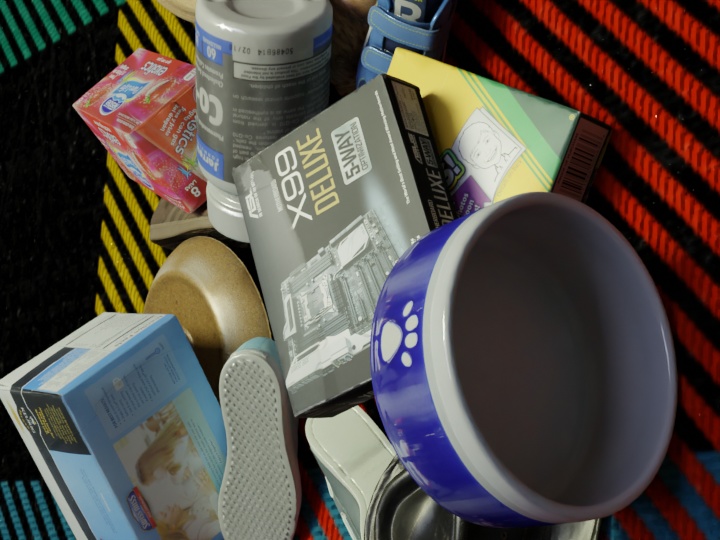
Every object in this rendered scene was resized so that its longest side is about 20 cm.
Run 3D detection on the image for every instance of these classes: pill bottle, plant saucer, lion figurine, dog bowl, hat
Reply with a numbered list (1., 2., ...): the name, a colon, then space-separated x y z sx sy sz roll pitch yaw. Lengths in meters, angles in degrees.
1. pill bottle: -0.082 -0.132 1.167 0.114 0.113 0.202 48 143 46
2. plant saucer: -0.151 0.071 1.288 0.199 0.035 0.203 13 107 49
3. lion figurine: 0.022 -0.251 1.167 0.200 0.072 0.123 -45 55 31
4. dog bowl: 0.105 0.058 0.874 0.078 0.198 0.203 -21 65 50
5. hat: 0.062 0.166 0.955 0.199 0.081 0.203 -18 58 31

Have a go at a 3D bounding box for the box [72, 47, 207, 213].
1. box: -0.189 -0.138 1.338 0.095 0.100 0.200 -42 28 -11

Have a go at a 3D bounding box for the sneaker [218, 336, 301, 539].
1. sneaker: -0.079 0.153 1.200 0.073 0.082 0.203 6 108 11

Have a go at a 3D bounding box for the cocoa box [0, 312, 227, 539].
1. cocoa box: -0.200 0.154 1.224 0.130 0.133 0.202 -1 119 50

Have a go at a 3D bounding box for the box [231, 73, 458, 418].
1. box: -0.003 -0.015 1.006 0.157 0.050 0.202 -27 69 32

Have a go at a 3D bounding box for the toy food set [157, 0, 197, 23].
1. toy food set: -0.141 -0.334 1.343 0.199 0.049 0.199 38 109 5

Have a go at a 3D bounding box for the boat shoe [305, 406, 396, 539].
1. boat shoe: 0.022 0.187 1.078 0.200 0.072 0.062 52 165 37

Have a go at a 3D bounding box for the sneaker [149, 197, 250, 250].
1. sneaker: -0.140 -0.063 1.328 0.199 0.070 0.077 -3 73 50

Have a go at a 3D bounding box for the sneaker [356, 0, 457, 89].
1. sneaker: 0.037 -0.190 1.100 0.073 0.082 0.202 17 105 9

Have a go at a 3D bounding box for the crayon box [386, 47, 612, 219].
1. crayon box: 0.068 -0.041 1.023 0.172 0.058 0.202 25 98 36
